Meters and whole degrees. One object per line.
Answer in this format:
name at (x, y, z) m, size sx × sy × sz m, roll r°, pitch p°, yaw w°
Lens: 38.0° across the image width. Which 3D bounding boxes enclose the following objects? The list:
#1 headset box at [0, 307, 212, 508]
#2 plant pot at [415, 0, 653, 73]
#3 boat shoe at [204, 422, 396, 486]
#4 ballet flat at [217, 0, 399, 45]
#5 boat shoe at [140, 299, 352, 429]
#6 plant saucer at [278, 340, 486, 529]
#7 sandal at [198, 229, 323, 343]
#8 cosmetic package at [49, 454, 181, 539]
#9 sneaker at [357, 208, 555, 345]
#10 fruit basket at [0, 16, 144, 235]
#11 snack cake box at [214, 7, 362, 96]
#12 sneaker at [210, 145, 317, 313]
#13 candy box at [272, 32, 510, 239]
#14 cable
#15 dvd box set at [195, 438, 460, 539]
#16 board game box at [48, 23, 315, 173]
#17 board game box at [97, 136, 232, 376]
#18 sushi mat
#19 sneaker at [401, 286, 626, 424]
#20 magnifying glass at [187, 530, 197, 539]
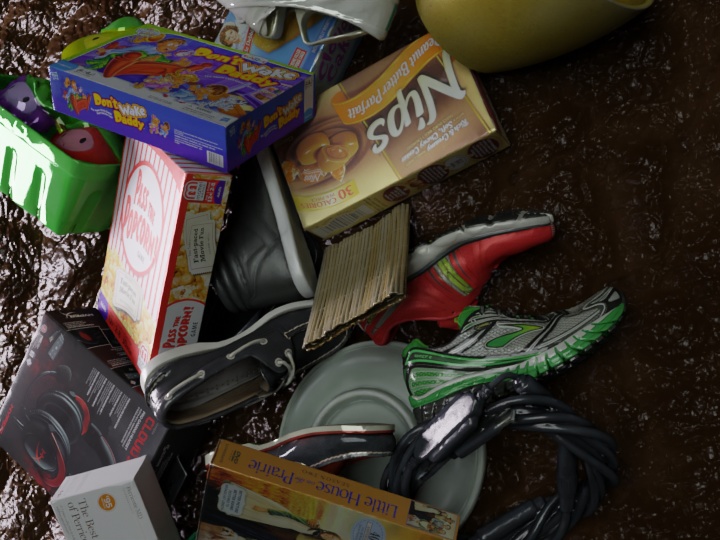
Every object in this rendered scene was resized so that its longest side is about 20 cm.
headset box at (-0.239, 0.151, 0.993) m, size 0.200 × 0.075 × 0.149 m, roll 36°, pitch 107°, yaw 23°
plant pot at (0.128, -0.253, 0.887) m, size 0.142 × 0.199 × 0.201 m, roll -41°, pitch 67°, yaw 38°
boat shoe at (-0.052, 0.169, 0.874) m, size 0.199 × 0.071 × 0.063 m, roll -19°, pitch 68°, yaw 31°
ballet flat at (-0.061, -0.238, 0.944) m, size 0.199 × 0.069 × 0.070 m, roll 9°, pitch 84°, yaw 21°
boat shoe at (-0.093, 0.084, 0.922) m, size 0.199 × 0.074 × 0.060 m, roll -16°, pitch 37°, yaw -18°
plant saucer at (0.009, 0.159, 0.921) m, size 0.199 × 0.050 × 0.202 m, roll -4°, pitch 79°, yaw 21°
sandal at (-0.116, 0.041, 0.994) m, size 0.076 × 0.043 × 0.201 m, roll 37°, pitch 95°, yaw 23°
cosmetic package at (-0.196, 0.271, 0.927) m, size 0.082 × 0.051 × 0.201 m, roll -17°, pitch 104°, yaw 6°
sneaker at (0.085, 0.007, 0.918) m, size 0.199 × 0.077 × 0.085 m, roll -25°, pitch 92°, yaw 20°
fruit basket at (-0.285, -0.163, 1.052) m, size 0.214 × 0.155 × 0.217 m, roll 4°, pitch 98°, yaw 30°
snack cake box at (-0.047, -0.270, 1.009) m, size 0.115 × 0.067 × 0.201 m, roll 26°, pitch 91°, yaw 22°
sneaker at (-0.111, -0.050, 0.972) m, size 0.099 × 0.071 × 0.201 m, roll -21°, pitch 64°, yaw 9°
candy box at (0.023, -0.125, 0.962) m, size 0.199 × 0.055 × 0.116 m, roll -26°, pitch 72°, yaw 15°
cable at (0.109, 0.170, 0.843) m, size 0.200 × 0.163 × 0.051 m, roll -51°, pitch 21°, yaw 28°
dvd box set at (-0.033, 0.218, 0.849) m, size 0.199 × 0.147 × 0.029 m, roll 18°, pitch 43°, yaw 0°
board game box at (-0.159, -0.161, 0.943) m, size 0.199 × 0.134 × 0.045 m, roll 21°, pitch 128°, yaw 24°
board game box at (-0.184, -0.021, 0.959) m, size 0.151 × 0.046 × 0.201 m, roll 40°, pitch 122°, yaw 50°
sushi mat at (0.000, 0.000, 0.889) m, size 0.095 × 0.200 × 0.012 m, roll -31°, pitch 108°, yaw 16°
sneaker at (0.126, 0.057, 0.863) m, size 0.199 × 0.078 × 0.086 m, roll -23°, pitch 76°, yaw 2°
magnifying glass at (-0.085, 0.246, 0.931) m, size 0.199 × 0.022 × 0.080 m, roll -31°, pitch 84°, yaw 31°
